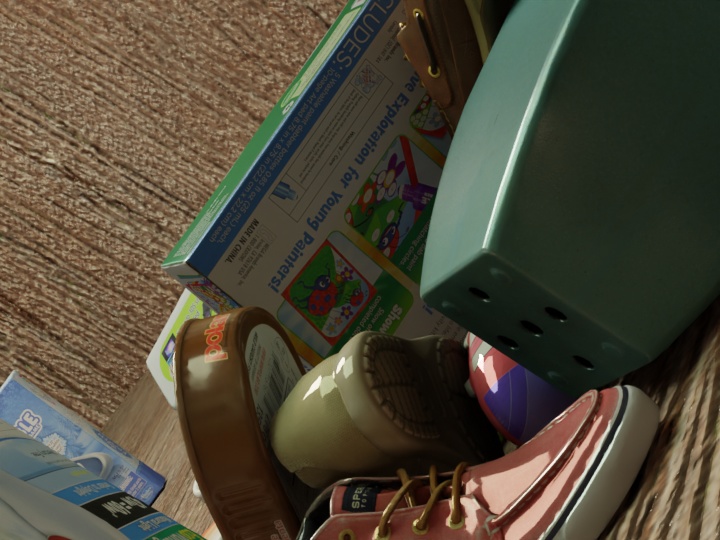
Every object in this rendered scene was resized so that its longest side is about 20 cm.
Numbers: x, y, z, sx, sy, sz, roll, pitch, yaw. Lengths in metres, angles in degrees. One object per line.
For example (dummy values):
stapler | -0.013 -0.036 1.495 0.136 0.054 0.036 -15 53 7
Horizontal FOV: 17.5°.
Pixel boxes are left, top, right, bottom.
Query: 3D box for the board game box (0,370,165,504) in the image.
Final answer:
board game box | -0.343 0.243 2.462 0.200 0.199 0.043 -53 7 7

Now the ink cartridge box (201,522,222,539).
ink cartridge box | -0.133 0.259 1.572 0.162 0.050 0.200 -48 6 43

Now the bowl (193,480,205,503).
bowl | -0.019 0.080 1.551 0.200 0.075 0.200 -49 8 11

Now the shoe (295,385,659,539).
shoe | 0.033 0.110 0.988 0.200 0.091 0.072 -52 7 18

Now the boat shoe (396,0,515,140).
boat shoe | 0.057 -0.118 1.173 0.067 0.201 0.072 7 33 36

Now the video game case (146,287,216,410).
video game case | 0.000 0.000 1.338 0.199 0.046 0.182 2 -50 -41

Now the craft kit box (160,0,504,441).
craft kit box | 0.029 -0.020 1.219 0.200 0.197 0.048 -55 15 -18

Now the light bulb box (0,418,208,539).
light bulb box | -0.178 0.166 1.159 0.125 0.199 0.198 -62 -8 6

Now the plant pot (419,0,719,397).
plant pot | 0.120 -0.054 1.060 0.201 0.141 0.141 -61 9 -21

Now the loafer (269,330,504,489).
loafer | 0.014 0.071 1.088 0.068 0.076 0.200 -23 -19 16

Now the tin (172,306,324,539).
tin | -0.033 0.109 1.087 0.042 0.201 0.112 -14 29 17

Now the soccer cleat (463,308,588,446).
soccer cleat | 0.105 0.010 1.137 0.076 0.067 0.200 -43 9 36
